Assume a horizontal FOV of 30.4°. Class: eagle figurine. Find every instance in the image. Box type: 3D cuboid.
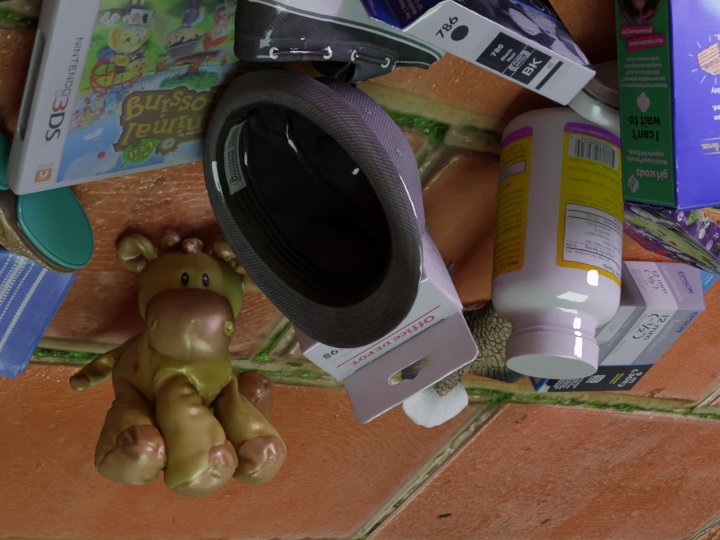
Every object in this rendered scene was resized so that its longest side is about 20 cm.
[{"bbox_3d":[0.089,0.054,1.191,0.151,0.200,0.152,44,75,-14],"label":"eagle figurine"}]

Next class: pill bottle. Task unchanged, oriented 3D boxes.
[{"bbox_3d":[0.158,-0.020,1.063,0.103,0.203,0.104,6,162,2],"label":"pill bottle"}]

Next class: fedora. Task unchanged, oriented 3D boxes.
[{"bbox_3d":[-0.017,-0.056,0.931,0.090,0.200,0.177,-37,175,-45],"label":"fedora"}]

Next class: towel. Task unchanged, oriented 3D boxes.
[{"bbox_3d":[-0.332,0.029,1.030,0.198,0.024,0.145,8,135,-37],"label":"towel"}]

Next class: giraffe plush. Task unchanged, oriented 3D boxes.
[{"bbox_3d":[-0.137,0.060,1.071,0.171,0.200,0.164,-3,124,-33],"label":"giraffe plush"}]

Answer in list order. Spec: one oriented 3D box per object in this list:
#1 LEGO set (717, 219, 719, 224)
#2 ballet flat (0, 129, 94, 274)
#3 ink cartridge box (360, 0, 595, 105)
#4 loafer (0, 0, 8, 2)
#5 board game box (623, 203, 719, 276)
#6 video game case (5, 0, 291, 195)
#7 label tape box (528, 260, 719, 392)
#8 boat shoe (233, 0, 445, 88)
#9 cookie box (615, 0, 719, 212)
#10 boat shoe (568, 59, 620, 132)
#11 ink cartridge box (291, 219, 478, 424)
[{"bbox_3d":[0.372,-0.081,1.137,0.153,0.117,0.200,-36,171,7],"label":"LEGO set"},{"bbox_3d":[-0.259,-0.060,0.929,0.064,0.071,0.201,-2,148,21],"label":"ballet flat"},{"bbox_3d":[0.070,-0.182,0.900,0.198,0.100,0.039,13,131,-42],"label":"ink cartridge box"},{"bbox_3d":[-0.222,-0.176,0.776,0.198,0.064,0.072,-23,145,1],"label":"loafer"},{"bbox_3d":[0.268,-0.044,1.188,0.199,0.119,0.033,29,91,-48],"label":"board game box"},{"bbox_3d":[-0.128,-0.134,0.884,0.198,0.022,0.183,-15,148,-36],"label":"video game case"},{"bbox_3d":[0.282,0.060,1.378,0.198,0.067,0.144,3,138,-30],"label":"label tape box"},{"bbox_3d":[-0.014,-0.153,0.875,0.199,0.068,0.057,4,104,-52],"label":"boat shoe"},{"bbox_3d":[0.277,-0.155,0.975,0.169,0.075,0.203,-7,99,-20],"label":"cookie box"},{"bbox_3d":[0.251,-0.155,1.067,0.197,0.072,0.066,0,134,-28],"label":"boat shoe"},{"bbox_3d":[0.000,0.000,1.017,0.115,0.202,0.067,-31,145,13],"label":"ink cartridge box"}]
